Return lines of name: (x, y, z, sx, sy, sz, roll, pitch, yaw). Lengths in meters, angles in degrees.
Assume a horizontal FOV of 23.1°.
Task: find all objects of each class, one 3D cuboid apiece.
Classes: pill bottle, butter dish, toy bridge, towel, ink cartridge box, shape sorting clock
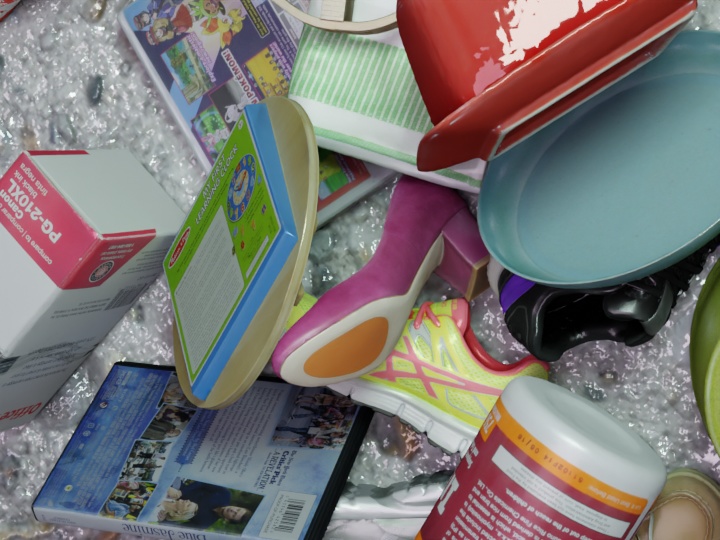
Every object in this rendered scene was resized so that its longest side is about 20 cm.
pill bottle: (0.090, 0.175, 1.069, 0.112, 0.113, 0.201, 33, 101, 14)
butter dish: (0.090, -0.163, 1.008, 0.199, 0.199, 0.149, -31, 88, -1)
toy bridge: (-0.013, -0.184, 1.112, 0.198, 0.027, 0.068, 8, 92, 12)
towel: (0.039, -0.163, 1.125, 0.151, 0.023, 0.202, 16, 94, 12)
ink cartridge box: (-0.225, 0.017, 1.192, 0.084, 0.145, 0.200, 46, 107, 12)
shape sorting clock: (-0.073, -0.011, 1.111, 0.200, 0.039, 0.202, -33, 51, 53)

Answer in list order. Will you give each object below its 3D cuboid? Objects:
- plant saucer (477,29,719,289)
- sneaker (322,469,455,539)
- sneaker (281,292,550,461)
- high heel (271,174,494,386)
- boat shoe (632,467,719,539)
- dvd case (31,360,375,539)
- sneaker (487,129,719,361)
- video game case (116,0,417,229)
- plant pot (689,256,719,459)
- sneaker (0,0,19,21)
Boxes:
plant saucer: (0.162, -0.062, 1.047, 0.199, 0.201, 0.027, -23, 129, 20)
sneaker: (0.003, 0.183, 1.162, 0.198, 0.075, 0.083, -9, 91, 20)
sneaker: (0.034, 0.049, 1.144, 0.199, 0.078, 0.091, 26, 103, 4)
high heel: (0.000, 0.000, 1.090, 0.096, 0.199, 0.068, 40, 142, 26)
boat shoe: (0.162, 0.214, 1.115, 0.073, 0.063, 0.201, 37, 105, 14)
dvd case: (-0.101, 0.122, 1.169, 0.198, 0.143, 0.018, 5, 131, 20)
sneaker: (0.175, -0.004, 1.056, 0.199, 0.100, 0.070, -29, 126, 15)
video game case: (-0.045, -0.136, 1.180, 0.181, 0.023, 0.201, -32, 85, 19)
plant pot: (0.269, 0.060, 0.994, 0.198, 0.193, 0.203, 2, 96, 20)
sneaker: (-0.250, -0.215, 1.199, 0.200, 0.108, 0.068, -19, 89, 20)
